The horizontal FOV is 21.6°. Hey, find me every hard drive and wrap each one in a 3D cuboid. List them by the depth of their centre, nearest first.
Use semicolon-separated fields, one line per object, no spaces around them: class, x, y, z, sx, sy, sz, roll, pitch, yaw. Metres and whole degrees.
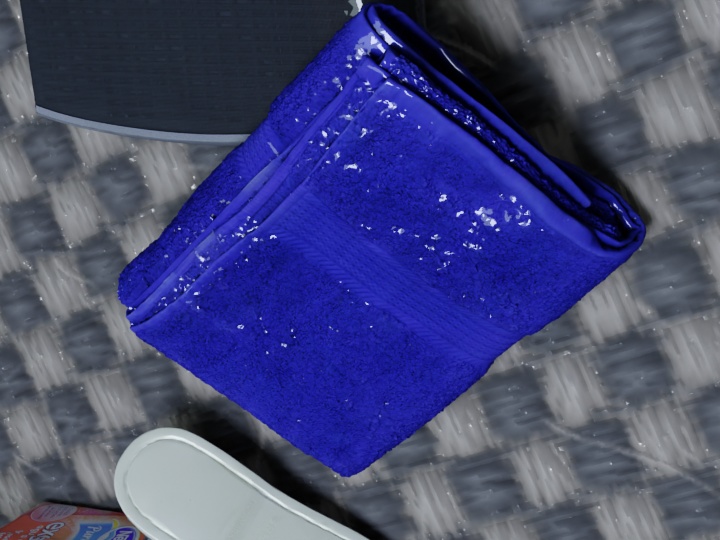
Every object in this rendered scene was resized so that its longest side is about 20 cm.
hard drive;-0.067;-0.117;0.808;0.199;0.042;0.136;5;110;31

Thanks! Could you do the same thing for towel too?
towel;0.000;0.000;0.777;0.147;0.050;0.200;39;129;-11

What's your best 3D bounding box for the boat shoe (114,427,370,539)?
boat shoe;-0.031;0.149;0.885;0.200;0.073;0.062;38;167;7

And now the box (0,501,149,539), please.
box;-0.135;0.230;0.946;0.102;0.095;0.201;3;109;30
